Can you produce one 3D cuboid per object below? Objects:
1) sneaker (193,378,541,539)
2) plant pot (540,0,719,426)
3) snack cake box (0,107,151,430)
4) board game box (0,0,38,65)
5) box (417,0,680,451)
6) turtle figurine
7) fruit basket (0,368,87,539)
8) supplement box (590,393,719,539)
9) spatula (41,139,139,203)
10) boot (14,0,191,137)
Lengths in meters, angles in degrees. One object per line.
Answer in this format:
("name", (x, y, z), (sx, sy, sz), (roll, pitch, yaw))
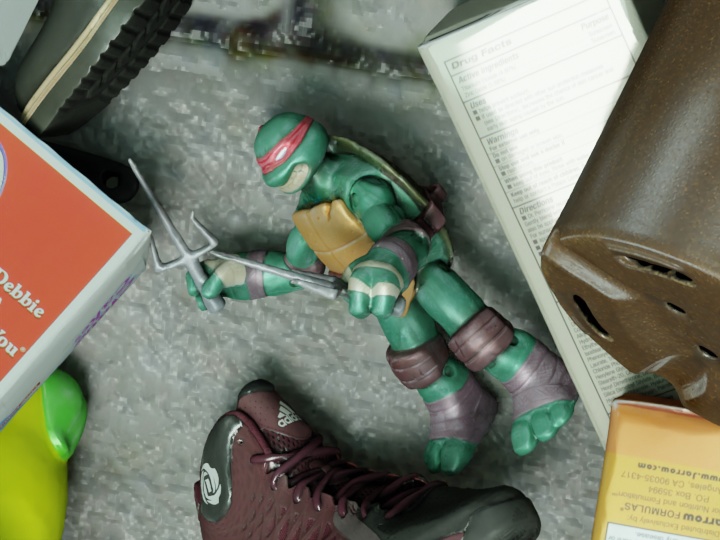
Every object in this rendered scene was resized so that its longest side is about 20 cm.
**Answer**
("sneaker", (-0.014, 0.096, 1.098), (0.200, 0.076, 0.116), (-25, 79, 42))
("plant pot", (0.178, -0.047, 0.926), (0.200, 0.200, 0.198), (33, 74, 1))
("snack cake box", (-0.203, -0.031, 1.078), (0.200, 0.067, 0.115), (40, 75, 5))
("board game box", (-0.204, -0.202, 1.048), (0.200, 0.064, 0.148), (39, 113, 23))
("box", (0.111, -0.031, 1.052), (0.095, 0.078, 0.200), (-21, 101, 18))
("turtle figurine", (0.000, 0.000, 1.069), (0.200, 0.150, 0.101), (45, 74, -15))
("fruit basket", (-0.199, 0.140, 1.145), (0.215, 0.216, 0.156), (-13, 111, 17))
("supplement box", (0.118, 0.153, 1.003), (0.069, 0.067, 0.200), (8, 90, 9))
("spatula", (-0.197, -0.068, 1.134), (0.200, 0.021, 0.057), (18, 72, -3))
("boot", (-0.125, -0.172, 1.075), (0.138, 0.077, 0.200), (36, 100, 6))
